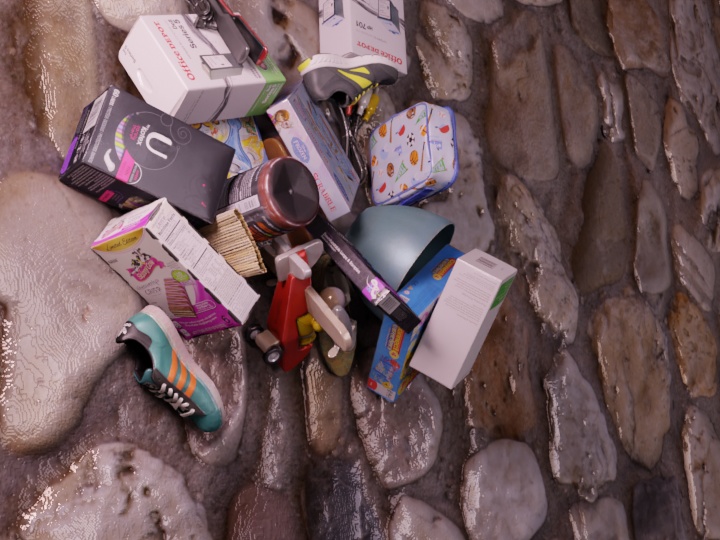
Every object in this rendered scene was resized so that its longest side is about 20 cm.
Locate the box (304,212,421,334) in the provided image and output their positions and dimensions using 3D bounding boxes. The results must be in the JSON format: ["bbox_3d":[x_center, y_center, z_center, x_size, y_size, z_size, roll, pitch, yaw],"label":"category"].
[{"bbox_3d":[0.000,0.000,1.666,0.200,0.036,0.143,46,2,30],"label":"box"}]

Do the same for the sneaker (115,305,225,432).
[{"bbox_3d":[-0.266,0.151,1.518,0.080,0.071,0.200,-41,103,-40],"label":"sneaker"}]

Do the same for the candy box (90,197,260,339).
[{"bbox_3d":[-0.254,0.002,1.519,0.200,0.136,0.061,48,50,-24],"label":"candy box"}]

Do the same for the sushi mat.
[{"bbox_3d":[-0.195,-0.028,1.547,0.012,0.200,0.096,-27,97,-30],"label":"sushi mat"}]

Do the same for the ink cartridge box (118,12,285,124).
[{"bbox_3d":[-0.234,-0.301,1.638,0.200,0.084,0.146,-17,67,-47],"label":"ink cartridge box"}]

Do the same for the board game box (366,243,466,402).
[{"bbox_3d":[0.099,0.087,1.833,0.200,0.056,0.196,-43,154,-44],"label":"board game box"}]

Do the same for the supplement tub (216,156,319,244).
[{"bbox_3d":[-0.159,-0.091,1.600,0.107,0.200,0.107,15,68,-41],"label":"supplement tub"}]

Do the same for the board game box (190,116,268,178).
[{"bbox_3d":[-0.233,-0.192,1.674,0.200,0.034,0.136,-20,93,-47],"label":"board game box"}]

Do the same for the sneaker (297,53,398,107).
[{"bbox_3d":[-0.018,-0.314,1.860,0.199,0.074,0.085,-6,81,-36],"label":"sneaker"}]

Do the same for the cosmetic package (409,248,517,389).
[{"bbox_3d":[0.165,0.076,1.768,0.108,0.085,0.201,-27,142,-65],"label":"cosmetic package"}]

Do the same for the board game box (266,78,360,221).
[{"bbox_3d":[-0.071,-0.197,1.772,0.200,0.041,0.200,60,13,-13],"label":"board game box"}]

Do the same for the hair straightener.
[{"bbox_3d":[-0.216,-0.382,1.627,0.077,0.041,0.200,-11,62,-47],"label":"hair straightener"}]

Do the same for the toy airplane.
[{"bbox_3d":[-0.081,0.038,1.643,0.141,0.199,0.201,-5,79,-34],"label":"toy airplane"}]

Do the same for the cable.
[{"bbox_3d":[-0.012,-0.250,1.909,0.097,0.050,0.201,22,61,-38],"label":"cable"}]

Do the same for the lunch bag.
[{"bbox_3d":[0.088,-0.190,1.897,0.075,0.200,0.161,3,74,-31],"label":"lunch bag"}]

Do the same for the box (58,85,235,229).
[{"bbox_3d":[-0.292,-0.146,1.516,0.199,0.106,0.123,25,68,-28],"label":"box"}]

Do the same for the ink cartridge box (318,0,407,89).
[{"bbox_3d":[0.003,-0.445,1.961,0.146,0.086,0.201,12,68,-44],"label":"ink cartridge box"}]

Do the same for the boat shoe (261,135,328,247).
[{"bbox_3d":[-0.100,-0.123,1.769,0.070,0.070,0.201,-28,107,-40],"label":"boat shoe"}]

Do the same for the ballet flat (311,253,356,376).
[{"bbox_3d":[-0.038,0.069,1.777,0.071,0.071,0.201,-6,83,-47],"label":"ballet flat"}]

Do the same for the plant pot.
[{"bbox_3d":[0.046,-0.031,1.828,0.135,0.201,0.200,35,44,14],"label":"plant pot"}]
